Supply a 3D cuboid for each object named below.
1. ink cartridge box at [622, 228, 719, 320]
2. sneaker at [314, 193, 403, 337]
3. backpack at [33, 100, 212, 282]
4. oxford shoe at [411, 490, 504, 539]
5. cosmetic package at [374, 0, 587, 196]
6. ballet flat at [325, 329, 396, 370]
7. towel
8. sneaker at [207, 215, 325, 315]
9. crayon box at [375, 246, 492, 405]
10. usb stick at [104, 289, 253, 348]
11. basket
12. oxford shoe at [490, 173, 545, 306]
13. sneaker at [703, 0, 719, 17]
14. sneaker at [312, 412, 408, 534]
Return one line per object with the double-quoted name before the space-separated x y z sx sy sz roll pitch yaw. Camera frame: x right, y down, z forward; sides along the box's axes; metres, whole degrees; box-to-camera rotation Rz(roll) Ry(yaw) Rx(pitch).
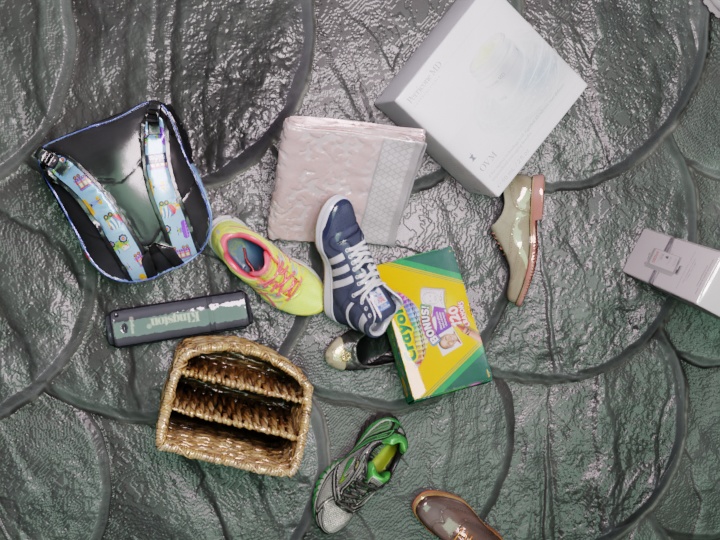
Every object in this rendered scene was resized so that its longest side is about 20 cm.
"ink cartridge box" 0.516 0.016 1.145 0.146 0.200 0.083 24 97 -16
"sneaker" 0.000 0.000 1.022 0.070 0.108 0.201 -30 132 -35
"backpack" -0.285 -0.095 0.972 0.182 0.135 0.201 -25 104 -8
"oxford shoe" 0.168 0.414 1.198 0.199 0.073 0.071 35 91 -16
"cosmetic package" 0.164 -0.245 1.058 0.200 0.123 0.200 39 89 -15
"ballet flat" 0.046 0.112 1.125 0.199 0.057 0.067 -7 103 -12
"towel" -0.023 -0.112 1.029 0.190 0.032 0.201 3 135 -13
"sneaker" -0.126 0.004 1.050 0.199 0.090 0.078 34 89 -18
"crayon box" 0.099 0.078 1.091 0.118 0.058 0.201 -14 76 -10
"usb stick" -0.251 0.068 1.062 0.199 0.033 0.056 -9 100 -11
"basket" -0.166 0.175 1.041 0.199 0.149 0.144 18 95 -14
"oxford shoe" 0.232 -0.047 1.147 0.073 0.071 0.202 7 100 11
"sneaker" 0.604 -0.403 1.154 0.199 0.081 0.077 28 94 -15
"sneaker" -0.003 0.307 1.134 0.078 0.085 0.201 32 92 -16
